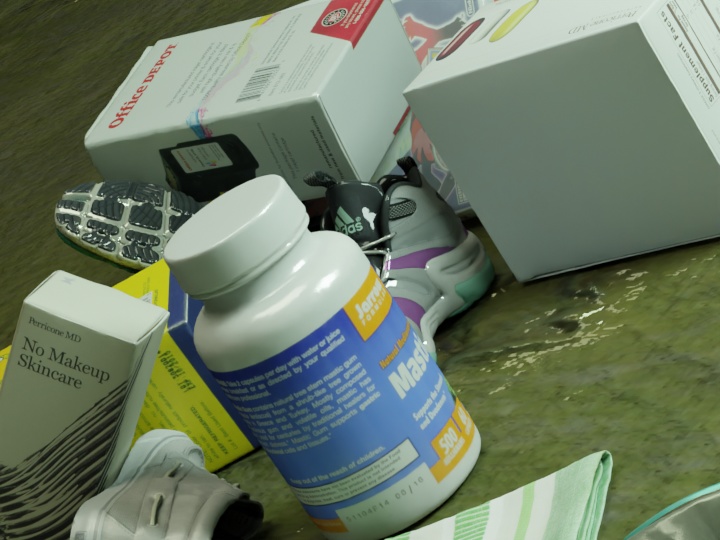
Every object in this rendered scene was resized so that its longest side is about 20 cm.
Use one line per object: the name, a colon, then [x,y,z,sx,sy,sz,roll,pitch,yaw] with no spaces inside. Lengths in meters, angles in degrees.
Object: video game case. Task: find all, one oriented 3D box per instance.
video game case: [0.023,-0.120,1.876,0.182,0.201,0.023,-17,-20,27]

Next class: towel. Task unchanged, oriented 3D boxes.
towel: [0.034,0.169,1.356,0.200,0.023,0.153,-25,19,23]

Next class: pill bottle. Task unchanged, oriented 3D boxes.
pill bottle: [-0.025,0.049,1.477,0.112,0.200,0.112,-29,19,11]

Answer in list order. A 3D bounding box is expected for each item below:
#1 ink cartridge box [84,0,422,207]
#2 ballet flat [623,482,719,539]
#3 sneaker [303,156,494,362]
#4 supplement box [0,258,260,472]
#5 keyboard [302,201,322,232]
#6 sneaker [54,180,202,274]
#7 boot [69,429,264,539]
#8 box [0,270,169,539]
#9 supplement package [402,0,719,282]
ink cartridge box: [-0.074,-0.113,1.832,0.199,0.083,0.146,-10,32,30]
ballet flat: [0.123,0.161,1.192,0.200,0.067,0.064,-27,46,20]
sneaker: [0.000,0.000,1.653,0.078,0.140,0.200,-19,22,35]
supplement box: [-0.171,0.093,1.733,0.200,0.109,0.110,-29,26,12]
keyboard: [-0.045,-0.022,1.840,0.200,0.104,0.040,-17,46,39]
sneaker: [-0.123,0.002,1.796,0.078,0.200,0.080,-71,5,-45]
boot: [-0.104,0.151,1.585,0.095,0.074,0.200,2,16,12]
box: [-0.187,0.109,1.600,0.068,0.082,0.201,-51,-21,-68]
supplement package: [0.158,-0.099,1.621,0.200,0.156,0.111,-14,27,44]
